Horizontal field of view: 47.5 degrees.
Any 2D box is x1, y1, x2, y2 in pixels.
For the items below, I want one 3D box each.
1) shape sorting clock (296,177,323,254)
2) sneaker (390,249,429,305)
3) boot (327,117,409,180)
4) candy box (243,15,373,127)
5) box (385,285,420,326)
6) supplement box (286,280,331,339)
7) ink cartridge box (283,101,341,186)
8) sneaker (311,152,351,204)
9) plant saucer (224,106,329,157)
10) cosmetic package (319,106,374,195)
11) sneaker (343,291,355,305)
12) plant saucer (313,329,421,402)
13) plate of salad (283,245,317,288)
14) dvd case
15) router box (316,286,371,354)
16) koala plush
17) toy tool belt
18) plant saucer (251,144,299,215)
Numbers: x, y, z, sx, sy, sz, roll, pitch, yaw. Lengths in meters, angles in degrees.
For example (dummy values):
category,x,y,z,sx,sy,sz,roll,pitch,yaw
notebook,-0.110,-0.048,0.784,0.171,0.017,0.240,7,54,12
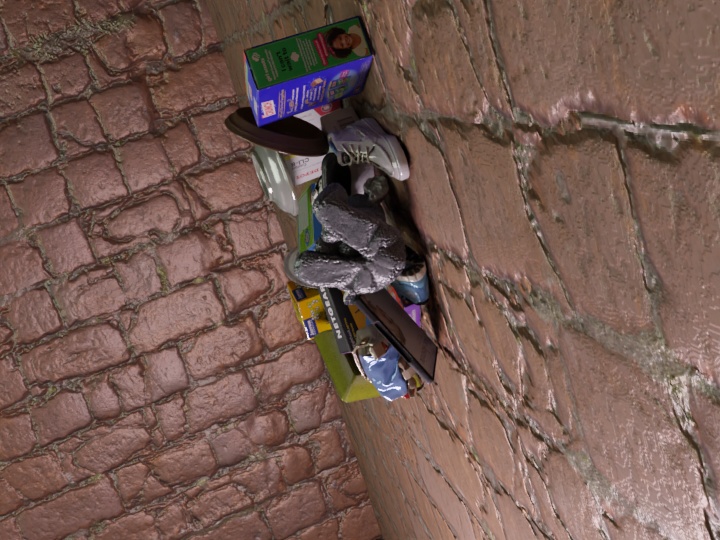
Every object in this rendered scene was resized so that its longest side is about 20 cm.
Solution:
category,x,y,z,sx,sy,sz,roll,pitch,yaw
shape sorting clock,-0.106,-0.109,1.840,0.200,0.039,0.204,-178,90,-70
sneaker,0.071,0.015,1.502,0.200,0.077,0.091,-136,24,-69
boot,0.008,-0.193,1.375,0.200,0.094,0.075,-126,18,-57
candy box,-0.091,-0.326,1.353,0.169,0.197,0.078,128,120,-78
box,0.066,0.031,1.661,0.138,0.039,0.202,83,164,-54
supplement box,-0.059,0.060,1.937,0.109,0.197,0.111,-129,20,-58
ink cartridge box,-0.120,-0.310,1.705,0.202,0.143,0.146,80,164,-49
sneaker,-0.062,-0.145,1.528,0.088,0.074,0.202,26,148,26
plant saucer,-0.149,-0.257,1.494,0.200,0.197,0.030,-125,47,-56
cosmetic package,-0.021,-0.204,1.586,0.202,0.073,0.102,84,163,-50
sneaker,0.000,0.000,1.691,0.201,0.076,0.088,100,161,-57
plant saucer,0.019,0.188,1.833,0.201,0.197,0.048,-119,32,-40
plate of salad,-0.081,-0.013,1.911,0.201,0.197,0.049,-122,23,-49
dvd case,0.067,0.100,1.472,0.200,0.017,0.143,48,-162,-8
router box,-0.009,0.064,1.803,0.051,0.148,0.203,-21,90,57
koala plush,-0.003,-0.069,1.445,0.201,0.181,0.179,-77,7,-63
toy tool belt,0.063,0.209,1.681,0.202,0.123,0.123,59,-170,-23
plant saucer,-0.187,-0.204,1.721,0.200,0.050,0.203,158,91,-80
